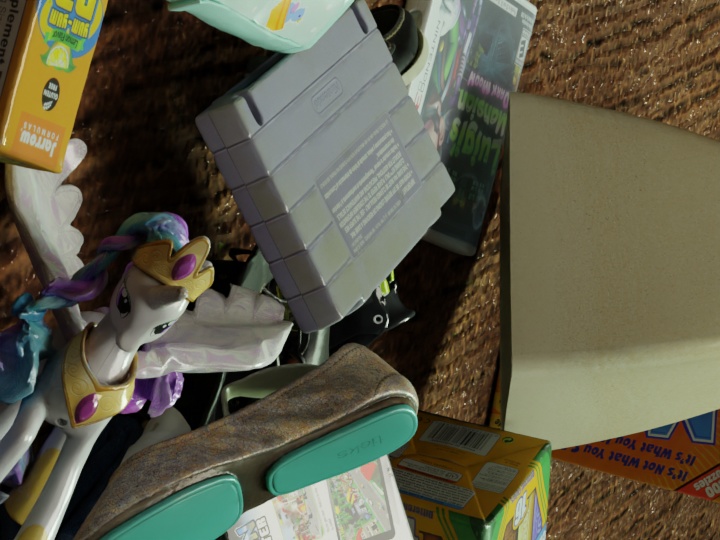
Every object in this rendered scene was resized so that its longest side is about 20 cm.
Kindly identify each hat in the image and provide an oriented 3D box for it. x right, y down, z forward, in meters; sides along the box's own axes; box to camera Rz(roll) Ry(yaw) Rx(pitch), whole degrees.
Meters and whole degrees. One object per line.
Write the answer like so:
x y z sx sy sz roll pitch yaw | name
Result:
-0.079 0.047 1.491 0.201 0.080 0.202 15 90 -74 | hat

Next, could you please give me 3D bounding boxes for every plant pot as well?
0.185 0.007 1.858 0.200 0.176 0.201 90 1 -70 | plant pot

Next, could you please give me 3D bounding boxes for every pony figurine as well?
-0.125 0.040 1.274 0.200 0.166 0.193 -55 -168 15 | pony figurine

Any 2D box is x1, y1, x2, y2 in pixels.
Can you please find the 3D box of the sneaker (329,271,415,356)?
0.000 0.000 1.620 0.072 0.082 0.201 -41 148 -62 | sneaker

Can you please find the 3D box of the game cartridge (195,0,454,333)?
-0.015 -0.057 1.430 0.130 0.038 0.200 67 26 -13 | game cartridge

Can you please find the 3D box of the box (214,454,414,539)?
-0.012 0.193 1.440 0.110 0.035 0.201 -23 101 -30 | box

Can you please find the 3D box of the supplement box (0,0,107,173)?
-0.148 -0.149 1.221 0.066 0.068 0.201 18 88 -66 | supplement box

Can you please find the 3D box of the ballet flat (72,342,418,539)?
-0.068 0.092 1.366 0.199 0.067 0.068 -22 146 -20 | ballet flat

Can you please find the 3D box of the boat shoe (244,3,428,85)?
-0.013 -0.124 1.569 0.068 0.071 0.200 69 27 -14 | boat shoe

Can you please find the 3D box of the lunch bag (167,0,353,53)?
-0.057 -0.215 1.335 0.170 0.121 0.201 20 78 -69 | lunch bag

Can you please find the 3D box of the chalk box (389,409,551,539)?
0.049 0.216 1.846 0.124 0.124 0.201 -41 138 -56 | chalk box

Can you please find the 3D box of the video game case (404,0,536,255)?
0.061 -0.111 1.814 0.200 0.023 0.183 19 85 -69 | video game case

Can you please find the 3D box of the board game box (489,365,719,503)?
0.239 0.049 2.109 0.200 0.199 0.201 -9 111 -66 | board game box

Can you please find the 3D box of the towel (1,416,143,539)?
-0.142 0.183 1.437 0.112 0.048 0.201 -49 145 -51 | towel
